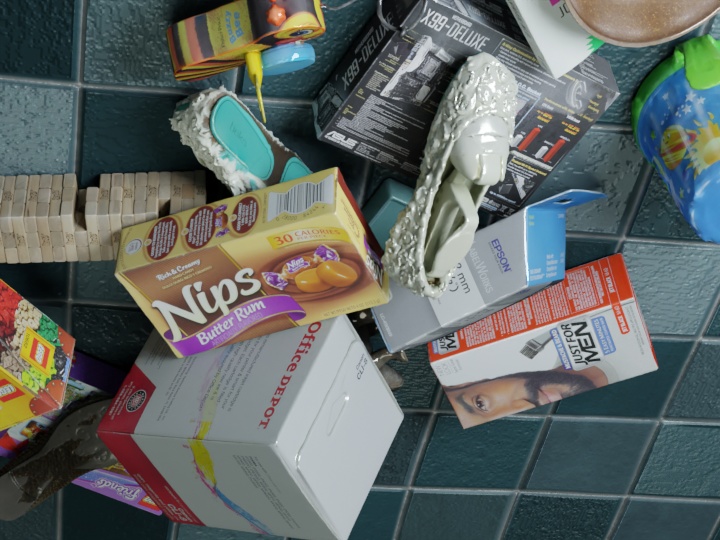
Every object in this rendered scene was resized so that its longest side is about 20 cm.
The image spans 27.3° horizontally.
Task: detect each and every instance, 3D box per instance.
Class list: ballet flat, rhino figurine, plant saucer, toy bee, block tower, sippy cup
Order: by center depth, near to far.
[{"bbox_3d":[0.217,-0.258,1.056,0.198,0.037,0.202,-17,132,-19],"label":"plant saucer"},{"bbox_3d":[-0.069,-0.191,1.087,0.199,0.132,0.109,-35,169,18],"label":"toy bee"},{"bbox_3d":[0.080,-0.065,1.151,0.071,0.072,0.202,13,116,-19],"label":"ballet flat"},{"bbox_3d":[0.300,-0.096,1.214,0.176,0.131,0.140,23,127,-26],"label":"sippy cup"},{"bbox_3d":[-0.088,-0.080,1.239,0.071,0.072,0.200,-25,130,17],"label":"ballet flat"},{"bbox_3d":[-0.229,-0.045,1.251,0.197,0.058,0.054,-1,134,-4],"label":"block tower"},{"bbox_3d":[0.000,0.000,1.350,0.069,0.019,0.200,21,129,-25],"label":"plant saucer"},{"bbox_3d":[-0.005,0.073,1.367,0.086,0.060,0.201,-20,145,1],"label":"rhino figurine"},{"bbox_3d":[-0.277,0.174,1.415,0.199,0.046,0.068,-35,97,18],"label":"ballet flat"}]

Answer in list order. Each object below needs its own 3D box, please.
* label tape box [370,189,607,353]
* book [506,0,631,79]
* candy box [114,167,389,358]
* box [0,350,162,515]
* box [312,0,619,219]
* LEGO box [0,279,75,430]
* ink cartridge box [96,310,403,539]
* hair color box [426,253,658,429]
[{"bbox_3d":[0.119,-0.001,1.277,0.198,0.067,0.143,-24,174,20],"label":"label tape box"},{"bbox_3d":[0.150,-0.252,1.075,0.133,0.048,0.200,-39,133,0],"label":"book"},{"bbox_3d":[-0.088,-0.004,1.219,0.198,0.057,0.117,-15,135,16],"label":"candy box"},{"bbox_3d":[-0.244,0.160,1.460,0.199,0.039,0.137,27,125,-29],"label":"box"},{"bbox_3d":[0.084,-0.139,1.201,0.198,0.050,0.158,21,128,-25],"label":"box"},{"bbox_3d":[-0.374,0.081,1.288,0.198,0.078,0.149,-20,135,26],"label":"LEGO box"},{"bbox_3d":[-0.092,0.131,1.288,0.198,0.146,0.145,1,138,35],"label":"ink cartridge box"},{"bbox_3d":[0.171,0.069,1.407,0.198,0.064,0.111,-18,135,12],"label":"hair color box"}]
